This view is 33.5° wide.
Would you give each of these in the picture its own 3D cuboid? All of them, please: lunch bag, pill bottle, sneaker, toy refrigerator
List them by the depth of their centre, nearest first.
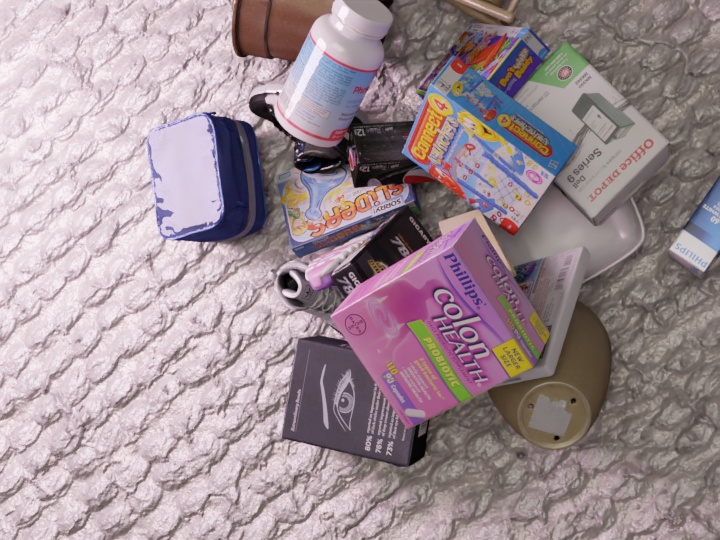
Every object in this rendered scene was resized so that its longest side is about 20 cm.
[{"bbox_3d":[0.162,-0.004,1.597,0.069,0.200,0.077,-17,116,2],"label":"toy refrigerator"},{"bbox_3d":[-0.034,-0.279,1.650,0.109,0.108,0.201,40,123,15],"label":"pill bottle"},{"bbox_3d":[0.000,0.000,1.704,0.080,0.200,0.089,-17,97,35],"label":"sneaker"},{"bbox_3d":[-0.046,0.048,1.737,0.199,0.115,0.076,29,95,16],"label":"sneaker"},{"bbox_3d":[-0.097,-0.206,1.777,0.198,0.073,0.113,14,65,23],"label":"sneaker"},{"bbox_3d":[-0.227,-0.143,1.800,0.135,0.132,0.203,-11,82,29],"label":"lunch bag"}]

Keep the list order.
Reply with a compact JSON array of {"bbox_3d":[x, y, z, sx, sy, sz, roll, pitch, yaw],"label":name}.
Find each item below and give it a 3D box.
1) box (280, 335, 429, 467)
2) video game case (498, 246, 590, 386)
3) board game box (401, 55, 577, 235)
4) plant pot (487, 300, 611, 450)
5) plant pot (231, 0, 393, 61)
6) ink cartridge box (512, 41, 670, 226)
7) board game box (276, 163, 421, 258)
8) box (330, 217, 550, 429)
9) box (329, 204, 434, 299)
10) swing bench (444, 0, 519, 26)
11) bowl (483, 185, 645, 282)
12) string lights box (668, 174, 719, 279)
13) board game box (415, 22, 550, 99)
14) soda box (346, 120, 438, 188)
[{"bbox_3d":[0.001,0.183,1.712,0.198,0.104,0.150,12,93,16],"label":"box"},{"bbox_3d":[0.202,0.067,1.568,0.181,0.024,0.201,-18,37,45],"label":"video game case"},{"bbox_3d":[0.163,-0.158,1.569,0.195,0.200,0.056,37,68,6],"label":"board game box"},{"bbox_3d":[0.248,0.152,1.577,0.185,0.200,0.190,2,108,5],"label":"plant pot"},{"bbox_3d":[-0.063,-0.384,1.757,0.196,0.200,0.203,19,89,8],"label":"plant pot"},{"bbox_3d":[0.300,-0.182,1.614,0.146,0.084,0.200,-45,75,6],"label":"ink cartridge box"},{"bbox_3d":[-0.020,-0.115,1.769,0.198,0.034,0.137,-21,59,12],"label":"board game box"},{"bbox_3d":[0.098,0.068,1.472,0.199,0.097,0.177,-30,99,29],"label":"box"},{"bbox_3d":[0.070,0.035,1.643,0.049,0.198,0.201,-31,98,38],"label":"box"},{"bbox_3d":[0.189,-0.469,1.724,0.199,0.130,0.200,30,93,16],"label":"swing bench"},{"bbox_3d":[0.283,-0.075,1.687,0.199,0.075,0.201,-29,78,11],"label":"bowl"},{"bbox_3d":[0.497,-0.090,1.617,0.059,0.103,0.201,35,93,15],"label":"string lights box"},{"bbox_3d":[0.167,-0.277,1.674,0.045,0.200,0.135,39,89,-22],"label":"board game box"},{"bbox_3d":[0.083,-0.169,1.707,0.197,0.064,0.071,-5,60,-10],"label":"soda box"}]
